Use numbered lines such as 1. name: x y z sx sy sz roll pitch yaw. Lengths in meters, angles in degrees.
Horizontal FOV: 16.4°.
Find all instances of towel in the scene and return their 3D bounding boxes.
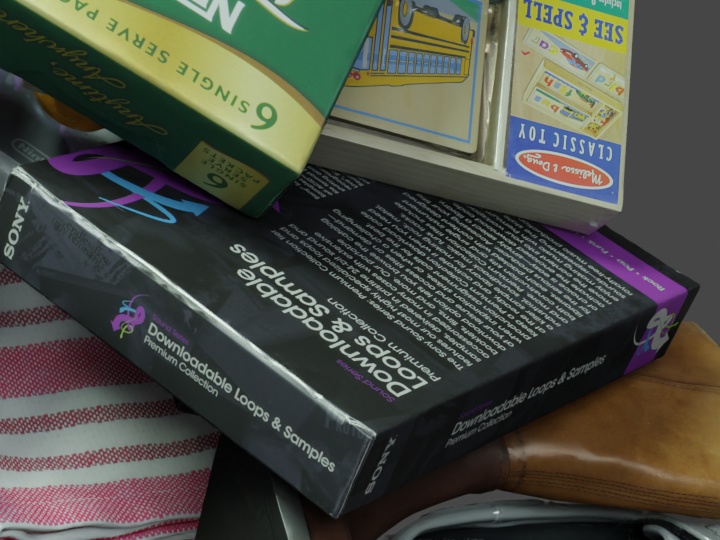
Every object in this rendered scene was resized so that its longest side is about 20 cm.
1. towel: -0.100 -0.001 0.838 0.146 0.030 0.201 -7 66 -40

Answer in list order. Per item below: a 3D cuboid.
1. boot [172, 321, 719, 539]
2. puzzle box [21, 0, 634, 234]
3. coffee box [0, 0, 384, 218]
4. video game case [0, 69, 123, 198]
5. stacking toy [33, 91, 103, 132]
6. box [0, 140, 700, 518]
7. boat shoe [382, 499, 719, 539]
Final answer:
1. boot: 0.044 0.070 0.793 0.198 0.069 0.189 10 26 -18
2. puzzle box: -0.004 -0.097 0.802 0.199 0.025 0.134 13 68 -19
3. coffee box: -0.036 -0.129 0.759 0.123 0.044 0.201 32 63 -12
4. video game case: -0.119 -0.096 0.867 0.199 0.023 0.182 34 38 4
5. stacking toy: -0.057 -0.112 0.843 0.116 0.110 0.201 39 49 -12
6. box: 0.000 0.000 0.779 0.143 0.036 0.199 35 27 24
7. boat shoe: 0.098 0.108 0.837 0.198 0.069 0.073 10 64 -8
